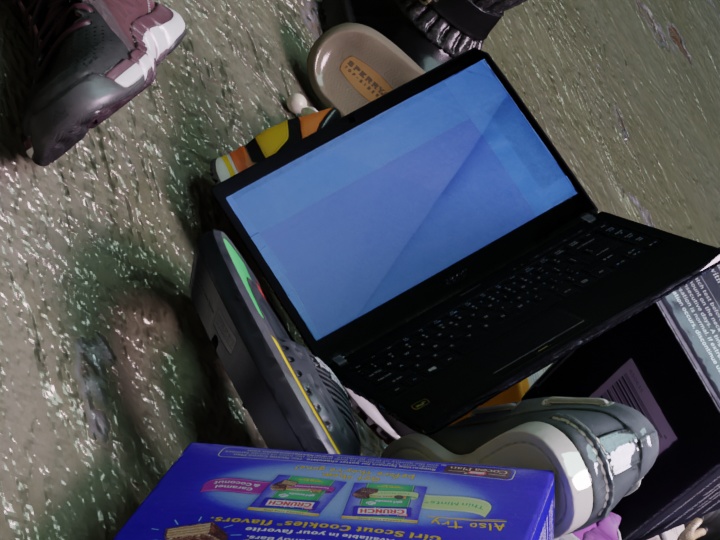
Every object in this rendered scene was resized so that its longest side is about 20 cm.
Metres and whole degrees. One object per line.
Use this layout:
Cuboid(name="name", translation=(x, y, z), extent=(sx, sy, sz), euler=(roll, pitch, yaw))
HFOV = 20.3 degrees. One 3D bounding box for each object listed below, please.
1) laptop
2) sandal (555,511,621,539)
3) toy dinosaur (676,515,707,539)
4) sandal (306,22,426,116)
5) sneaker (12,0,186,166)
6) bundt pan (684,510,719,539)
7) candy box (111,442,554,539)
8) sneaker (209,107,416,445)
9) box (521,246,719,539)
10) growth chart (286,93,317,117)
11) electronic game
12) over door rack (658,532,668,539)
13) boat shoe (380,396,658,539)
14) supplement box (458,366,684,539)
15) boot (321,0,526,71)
Cuboid(name="laptop", translation=(0.049, -0.023, 1.013), extent=(0.103, 0.177, 0.200), euler=(65, -15, -19))
Cuboid(name="sandal", translation=(0.105, 0.137, 0.977), extent=(0.082, 0.050, 0.203), euler=(13, 11, -8))
Cuboid(name="toy dinosaur", translation=(0.203, 0.174, 1.035), extent=(0.200, 0.101, 0.058), euler=(-14, 116, -42))
Cuboid(name="sandal", translation=(0.046, -0.091, 1.297), extent=(0.200, 0.080, 0.054), euler=(39, -4, 7))
Cuboid(name="sneaker", translation=(-0.156, -0.127, 0.987), extent=(0.116, 0.076, 0.200), euler=(50, 13, -12))
Cuboid(name="bundt pan", translation=(0.246, 0.107, 1.472), extent=(0.202, 0.076, 0.202), euler=(19, 61, -39))
Cuboid(name="candy box", translation=(-0.020, 0.142, 0.791), extent=(0.200, 0.169, 0.077), euler=(-49, 140, -68))
Cuboid(name="sneaker", translation=(0.000, 0.000, 1.086), extent=(0.200, 0.090, 0.070), euler=(57, 1, 18))
Cuboid(name="box", translation=(0.215, 0.054, 1.089), extent=(0.200, 0.148, 0.104), euler=(-17, 69, -33))
Cuboid(name="growth chart", translation=(0.018, -0.048, 1.232), extent=(0.145, 0.018, 0.200), euler=(43, 3, -32))
Cuboid(name="electronic game", translation=(-0.026, 0.068, 0.981), extent=(0.200, 0.042, 0.200), euler=(59, 0, -1))
Cuboid(name="over door rack", translation=(0.096, 0.125, 1.124), extent=(0.147, 0.067, 0.200), euler=(3, 60, -25))
Cuboid(name="boat shoe", translation=(0.072, 0.098, 0.950), extent=(0.062, 0.200, 0.073), euler=(-23, 89, -25))
Cuboid(name="supplement box", translation=(0.121, 0.112, 1.280), extent=(0.200, 0.073, 0.126), euler=(37, 32, -43))
Cuboid(name="boot", translation=(0.069, -0.153, 1.372), extent=(0.079, 0.158, 0.212), euler=(32, 33, -57))
